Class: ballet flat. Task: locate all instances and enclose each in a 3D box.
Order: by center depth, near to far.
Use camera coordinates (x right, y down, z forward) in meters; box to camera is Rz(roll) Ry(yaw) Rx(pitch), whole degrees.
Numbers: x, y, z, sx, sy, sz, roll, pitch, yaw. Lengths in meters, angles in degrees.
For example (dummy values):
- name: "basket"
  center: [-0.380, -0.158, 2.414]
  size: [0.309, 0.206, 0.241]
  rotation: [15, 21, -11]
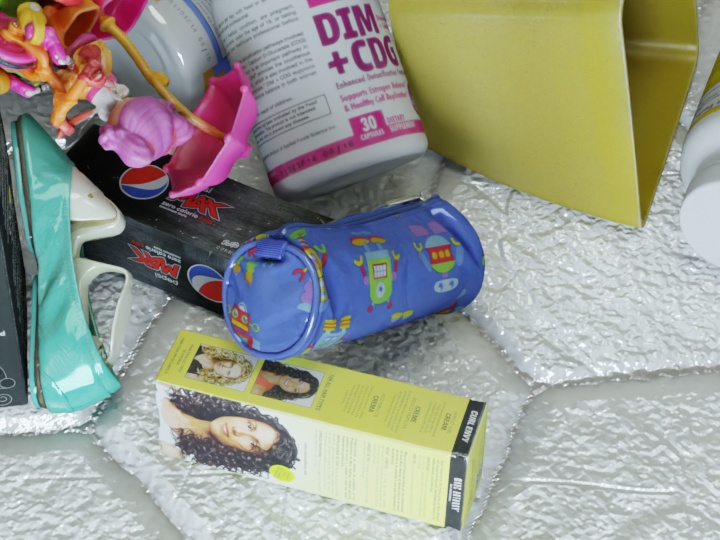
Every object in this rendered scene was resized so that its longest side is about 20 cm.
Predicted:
- name: "ballet flat"
  center: [-0.184, -0.007, 1.266]
  size: [0.070, 0.067, 0.200]
  rotation: [-7, 77, -1]

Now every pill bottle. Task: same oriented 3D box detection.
- name: "pill bottle"
  center: [-0.037, -0.157, 1.347]
  size: [0.113, 0.113, 0.200]
  rotation: [-19, 88, -17]
- name: "pill bottle"
  center: [0.287, -0.095, 1.357]
  size: [0.112, 0.112, 0.200]
  rotation: [16, 50, 14]
- name: "pill bottle"
  center: [-0.097, -0.205, 1.454]
  size: [0.112, 0.112, 0.200]
  rotation: [32, 55, 26]

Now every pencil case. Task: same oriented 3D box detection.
- name: "pencil case"
  center: [0.000, 0.000, 1.239]
  size: [0.078, 0.087, 0.200]
  rotation: [5, 12, 37]

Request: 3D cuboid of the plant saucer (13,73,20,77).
- name: "plant saucer"
  center: [-0.207, -0.204, 1.413]
  size: [0.034, 0.200, 0.200]
  rotation: [47, 58, 3]

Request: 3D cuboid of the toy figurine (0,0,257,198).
- name: "toy figurine"
  center: [-0.155, -0.124, 1.268]
  size: [0.184, 0.150, 0.200]
  rotation: [44, 35, 11]

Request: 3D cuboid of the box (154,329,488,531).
- name: "box"
  center: [-0.025, 0.098, 1.204]
  size: [0.200, 0.075, 0.050]
  rotation: [12, 46, 12]

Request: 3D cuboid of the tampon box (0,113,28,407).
- name: "tampon box"
  center: [-0.292, -0.017, 1.219]
  size: [0.150, 0.200, 0.126]
  rotation: [-5, 47, -6]

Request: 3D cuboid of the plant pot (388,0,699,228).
- name: "plant pot"
  center: [0.129, -0.174, 1.385]
  size: [0.176, 0.200, 0.200]
  rotation: [7, 47, 20]

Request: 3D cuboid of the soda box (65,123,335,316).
- name: "soda box"
  center: [-0.114, -0.026, 1.321]
  size: [0.200, 0.063, 0.071]
  rotation: [23, 51, 19]
